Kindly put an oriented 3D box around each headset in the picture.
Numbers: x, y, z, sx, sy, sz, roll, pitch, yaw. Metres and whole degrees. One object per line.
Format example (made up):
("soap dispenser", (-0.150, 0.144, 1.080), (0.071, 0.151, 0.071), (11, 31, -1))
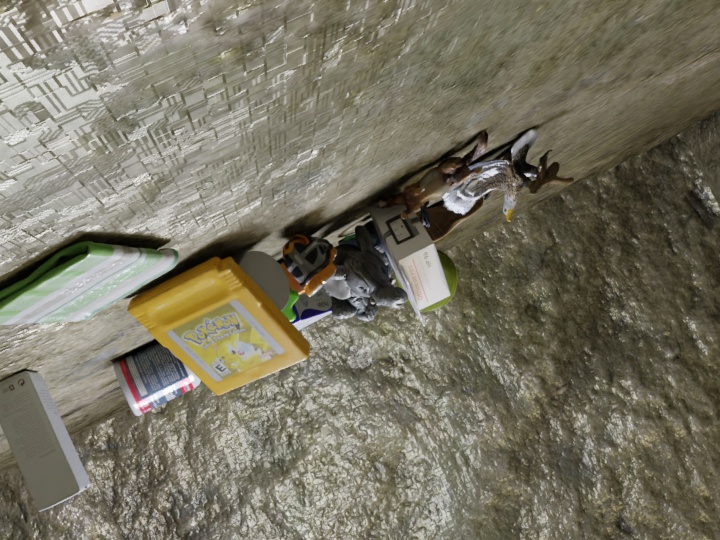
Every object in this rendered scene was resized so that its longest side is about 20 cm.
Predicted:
("headset", (0.044, -0.081, 1.501), (0.197, 0.096, 0.123), (-11, -170, 37))

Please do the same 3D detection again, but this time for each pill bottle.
("pill bottle", (-0.201, 0.055, 1.213), (0.199, 0.116, 0.113), (-31, 173, 38))
("pill bottle", (-0.392, 0.200, 1.678), (0.197, 0.121, 0.120), (-26, 175, -13))

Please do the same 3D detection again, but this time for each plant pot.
("plant pot", (0.189, 0.011, 2.530), (0.197, 0.204, 0.193), (-27, 163, 10))

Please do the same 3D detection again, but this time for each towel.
("towel", (-0.285, 0.009, 0.843), (0.147, 0.031, 0.200), (-30, 172, 8))

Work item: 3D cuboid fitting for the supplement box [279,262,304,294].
("supplement box", (-0.192, 0.050, 1.468), (0.197, 0.068, 0.069), (-27, 180, 1))

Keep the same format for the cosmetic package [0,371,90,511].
("cosmetic package", (-0.497, 0.263, 1.271), (0.073, 0.203, 0.102), (-24, 174, -12))

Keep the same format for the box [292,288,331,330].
("box", (-0.183, 0.087, 1.688), (0.197, 0.107, 0.183), (-28, 175, 20))

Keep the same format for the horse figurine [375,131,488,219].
("horse figurine", (0.116, -0.136, 1.252), (0.198, 0.050, 0.133), (-34, -173, 5))

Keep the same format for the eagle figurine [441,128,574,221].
("eagle figurine", (0.258, -0.165, 1.489), (0.198, 0.153, 0.151), (12, 161, 47))

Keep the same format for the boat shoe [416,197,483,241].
("boat shoe", (0.175, -0.110, 1.781), (0.198, 0.073, 0.072), (-33, 175, -7))

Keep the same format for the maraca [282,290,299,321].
("maraca", (-0.198, 0.075, 1.380), (0.198, 0.138, 0.107), (-33, -157, 1))

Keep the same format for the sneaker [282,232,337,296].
("sneaker", (-0.084, -0.026, 1.270), (0.078, 0.077, 0.200), (-44, -166, 1))

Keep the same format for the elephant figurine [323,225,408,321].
("elephant figurine", (0.000, 0.000, 1.345), (0.151, 0.145, 0.200), (7, 165, -1))

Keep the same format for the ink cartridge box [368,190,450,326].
("ink cartridge box", (0.084, -0.021, 1.312), (0.067, 0.117, 0.201), (-24, -140, 0))

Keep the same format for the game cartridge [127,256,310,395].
("game cartridge", (-0.193, 0.081, 1.130), (0.174, 0.201, 0.033), (-24, -142, 23))
